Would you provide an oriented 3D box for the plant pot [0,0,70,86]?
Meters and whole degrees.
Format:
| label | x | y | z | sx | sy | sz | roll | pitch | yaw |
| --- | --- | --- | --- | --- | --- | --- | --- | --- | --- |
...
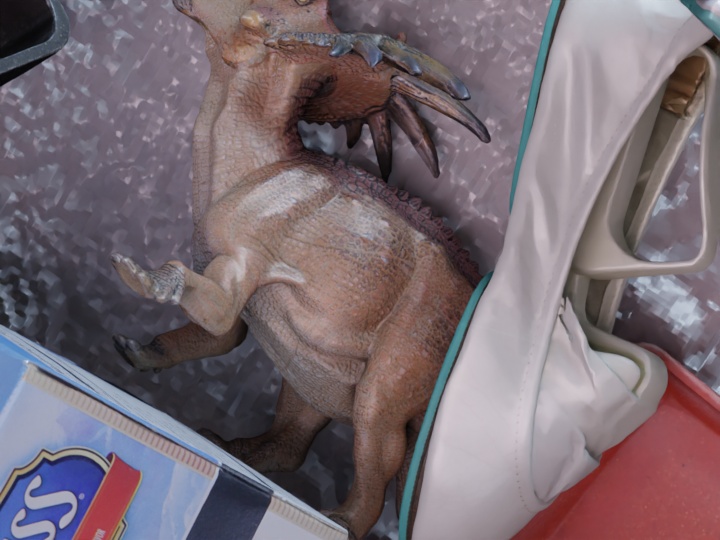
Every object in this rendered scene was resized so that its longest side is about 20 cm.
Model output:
| label | x | y | z | sx | sy | sz | roll | pitch | yaw |
| --- | --- | --- | --- | --- | --- | --- | --- | --- | --- |
| plant pot | -0.241 | -0.080 | 0.841 | 0.177 | 0.199 | 0.200 | -35 | 89 | 35 |

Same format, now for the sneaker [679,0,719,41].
| label | x | y | z | sx | sy | sz | roll | pitch | yaw |
| --- | --- | --- | --- | --- | --- | --- | --- | --- | --- |
| sneaker | 0.161 | -0.067 | 0.822 | 0.091 | 0.078 | 0.200 | -45 | 110 | 9 |

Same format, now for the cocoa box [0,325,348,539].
| label | x | y | z | sx | sy | sz | roll | pitch | yaw |
| --- | --- | --- | --- | --- | --- | --- | --- | --- | --- |
| cocoa box | -0.127 | 0.116 | 0.846 | 0.133 | 0.131 | 0.200 | 25 | 85 | 51 |

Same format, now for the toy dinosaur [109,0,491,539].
| label | x | y | z | sx | sy | sz | roll | pitch | yaw |
| --- | --- | --- | --- | --- | --- | --- | --- | --- | --- |
| toy dinosaur | 0.000 | 0.000 | 0.908 | 0.136 | 0.086 | 0.200 | -42 | 109 | -16 |

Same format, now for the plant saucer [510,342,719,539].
| label | x | y | z | sx | sy | sz | roll | pitch | yaw |
| --- | --- | --- | --- | --- | --- | --- | --- | --- | --- |
| plant saucer | 0.109 | 0.152 | 0.926 | 0.200 | 0.037 | 0.200 | 39 | 110 | 6 |

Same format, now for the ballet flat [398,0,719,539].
| label | x | y | z | sx | sy | sz | roll | pitch | yaw |
| --- | --- | --- | --- | --- | --- | --- | --- | --- | --- |
| ballet flat | 0.067 | 0.004 | 0.868 | 0.069 | 0.069 | 0.200 | 17 | 89 | 14 |
